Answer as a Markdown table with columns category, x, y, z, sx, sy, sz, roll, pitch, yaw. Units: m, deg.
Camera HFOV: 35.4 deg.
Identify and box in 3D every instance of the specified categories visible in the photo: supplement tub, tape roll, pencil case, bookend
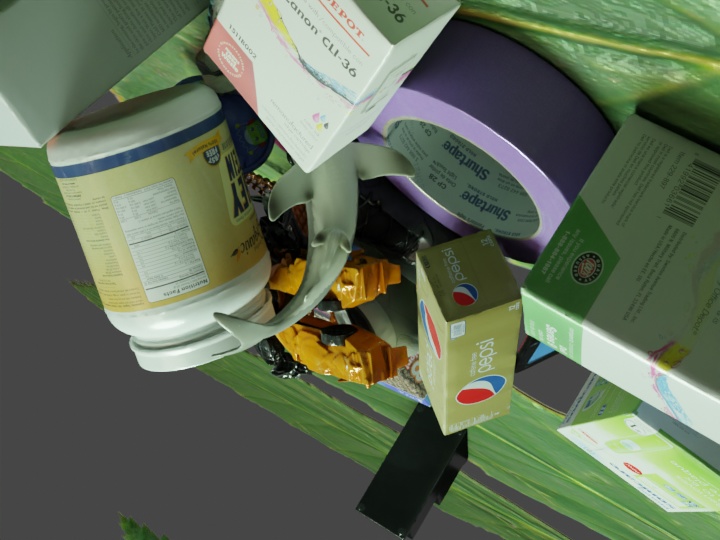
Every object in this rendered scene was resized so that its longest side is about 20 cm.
| category | x | y | z | sx | sy | sz | roll | pitch | yaw |
| --- | --- | --- | --- | --- | --- | --- | --- | --- | --- |
| supplement tub | -0.154 | -0.035 | 0.911 | 0.144 | 0.144 | 0.202 | 11 | 123 | 56 |
| tape roll | 0.090 | -0.090 | 0.826 | 0.199 | 0.066 | 0.200 | 32 | 163 | 11 |
| pencil case | -0.138 | -0.136 | 1.047 | 0.200 | 0.086 | 0.079 | -141 | 39 | -70 |
| bookend | 0.090 | 0.347 | 1.849 | 0.092 | 0.200 | 0.200 | 28 | 164 | 16 |

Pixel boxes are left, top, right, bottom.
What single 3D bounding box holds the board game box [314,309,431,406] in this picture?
| category | x | y | z | sx | sy | sz | roll | pitch | yaw |
| --- | --- | --- | --- | --- | --- | --- | --- | --- | --- |
| board game box | 0.010 | 0.049 | 1.338 | 0.159 | 0.097 | 0.200 | 19 | 157 | 45 |

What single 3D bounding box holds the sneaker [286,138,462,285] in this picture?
| category | x | y | z | sx | sy | sz | roll | pitch | yaw |
| --- | --- | --- | --- | --- | --- | --- | --- | --- | --- |
| sneaker | 0.012 | -0.047 | 0.932 | 0.200 | 0.076 | 0.091 | 42 | -154 | 7 |

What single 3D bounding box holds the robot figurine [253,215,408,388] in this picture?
| category | x | y | z | sx | sy | sz | roll | pitch | yaw |
| --- | --- | --- | --- | --- | --- | --- | --- | --- | --- |
| robot figurine | -0.041 | 0.029 | 0.964 | 0.199 | 0.058 | 0.147 | 15 | 113 | 54 |

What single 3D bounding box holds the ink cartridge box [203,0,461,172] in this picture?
| category | x | y | z | sx | sy | sz | roll | pitch | yaw |
| --- | --- | --- | --- | --- | --- | --- | --- | --- | --- |
| ink cartridge box | -0.017 | -0.163 | 0.702 | 0.117 | 0.067 | 0.200 | 49 | 148 | 4 |

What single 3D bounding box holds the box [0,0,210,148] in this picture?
| category | x | y | z | sx | sy | sz | roll | pitch | yaw |
| --- | --- | --- | --- | --- | --- | --- | --- | --- | --- |
| box | -0.230 | -0.198 | 0.905 | 0.124 | 0.200 | 0.098 | 11 | 141 | 56 |

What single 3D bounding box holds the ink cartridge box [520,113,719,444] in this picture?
| category | x | y | z | sx | sy | sz | roll | pitch | yaw |
| --- | --- | --- | --- | --- | --- | --- | --- | --- | --- |
| ink cartridge box | 0.222 | 0.017 | 0.707 | 0.199 | 0.146 | 0.088 | 29 | 164 | 22 |

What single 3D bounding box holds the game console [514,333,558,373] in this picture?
| category | x | y | z | sx | sy | sz | roll | pitch | yaw |
| --- | --- | --- | --- | --- | --- | --- | --- | --- | --- |
| game console | 0.226 | 0.056 | 0.866 | 0.172 | 0.119 | 0.200 | 33 | 165 | 10 |

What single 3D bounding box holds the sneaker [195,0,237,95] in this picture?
| category | x | y | z | sx | sy | sz | roll | pitch | yaw |
| --- | --- | --- | --- | --- | --- | --- | --- | --- | --- |
| sneaker | -0.083 | -0.201 | 0.884 | 0.087 | 0.078 | 0.199 | 54 | 153 | -17 |

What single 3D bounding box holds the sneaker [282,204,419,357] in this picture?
| category | x | y | z | sx | sy | sz | roll | pitch | yaw |
| --- | --- | --- | --- | --- | --- | --- | --- | --- | --- |
| sneaker | 0.000 | 0.000 | 1.030 | 0.201 | 0.091 | 0.076 | 63 | 144 | 21 |

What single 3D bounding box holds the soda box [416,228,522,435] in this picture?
| category | x | y | z | sx | sy | sz | roll | pitch | yaw |
| --- | --- | --- | --- | --- | --- | --- | --- | --- | --- |
| soda box | 0.086 | 0.056 | 0.916 | 0.201 | 0.063 | 0.068 | 85 | 166 | -57 |

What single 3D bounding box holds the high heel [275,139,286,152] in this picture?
| category | x | y | z | sx | sy | sz | roll | pitch | yaw |
| --- | --- | --- | --- | --- | --- | --- | --- | --- | --- |
| high heel | -0.012 | -0.101 | 1.000 | 0.199 | 0.068 | 0.096 | 25 | 166 | 36 |

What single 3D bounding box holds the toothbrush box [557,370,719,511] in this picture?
| category | x | y | z | sx | sy | sz | roll | pitch | yaw |
| --- | --- | --- | --- | --- | --- | --- | --- | --- | --- |
| toothbrush box | 0.294 | 0.152 | 1.065 | 0.145 | 0.086 | 0.200 | 36 | 166 | -1 |

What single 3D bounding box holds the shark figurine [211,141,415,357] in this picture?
| category | x | y | z | sx | sy | sz | roll | pitch | yaw |
| --- | --- | --- | --- | --- | --- | --- | --- | --- | --- |
| shark figurine | -0.039 | -0.030 | 0.856 | 0.127 | 0.217 | 0.089 | 12 | 176 | -13 |

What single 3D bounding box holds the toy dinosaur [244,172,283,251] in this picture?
| category | x | y | z | sx | sy | sz | roll | pitch | yaw |
| --- | --- | --- | --- | --- | --- | --- | --- | --- | --- |
| toy dinosaur | -0.060 | -0.042 | 1.218 | 0.199 | 0.103 | 0.135 | 18 | -159 | 35 |
